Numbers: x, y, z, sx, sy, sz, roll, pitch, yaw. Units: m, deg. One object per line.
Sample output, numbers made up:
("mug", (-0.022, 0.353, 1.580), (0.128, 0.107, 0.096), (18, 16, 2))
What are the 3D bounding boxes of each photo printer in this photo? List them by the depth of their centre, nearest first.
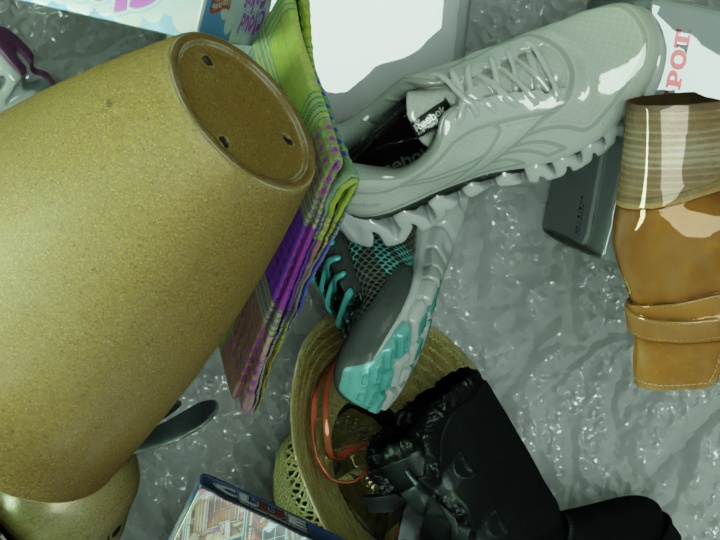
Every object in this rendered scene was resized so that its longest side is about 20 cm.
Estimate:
("photo printer", (-0.020, -0.164, 1.439), (0.166, 0.069, 0.201), (6, 96, -4))

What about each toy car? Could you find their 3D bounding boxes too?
("toy car", (-0.160, 0.138, 1.420), (0.200, 0.164, 0.158), (-40, 102, -16))

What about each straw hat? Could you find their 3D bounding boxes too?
("straw hat", (0.000, 0.119, 1.470), (0.085, 0.201, 0.201), (-23, 104, 35))

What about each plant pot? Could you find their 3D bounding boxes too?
("plant pot", (-0.121, -0.017, 1.276), (0.200, 0.186, 0.186), (-38, 104, 28))

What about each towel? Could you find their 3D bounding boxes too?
("towel", (-0.048, -0.036, 1.370), (0.023, 0.144, 0.200), (1, 138, -22))

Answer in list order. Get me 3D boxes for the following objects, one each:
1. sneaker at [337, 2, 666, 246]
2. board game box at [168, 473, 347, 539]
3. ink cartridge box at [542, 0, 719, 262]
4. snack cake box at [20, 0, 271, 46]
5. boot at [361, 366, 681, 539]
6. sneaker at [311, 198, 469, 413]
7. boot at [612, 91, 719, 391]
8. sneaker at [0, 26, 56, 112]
("sneaker", (0.065, -0.081, 1.355), (0.200, 0.081, 0.075), (-28, 63, 5))
("board game box", (-0.066, 0.223, 1.364), (0.135, 0.035, 0.200), (26, 97, -5))
("ink cartridge box", (0.220, -0.066, 1.460), (0.199, 0.145, 0.146), (11, 95, -11))
("snack cake box", (-0.152, -0.169, 1.361), (0.199, 0.115, 0.067), (14, 95, 14))
("boot", (0.090, 0.127, 1.454), (0.073, 0.198, 0.163), (-30, 95, 35))
("sneaker", (0.000, 0.000, 1.425), (0.091, 0.200, 0.078), (18, 126, 1))
("boot", (0.227, -0.017, 1.363), (0.199, 0.074, 0.155), (-4, 103, -5))
("sneaker", (-0.171, -0.035, 1.433), (0.088, 0.081, 0.200), (-38, 101, 6))
